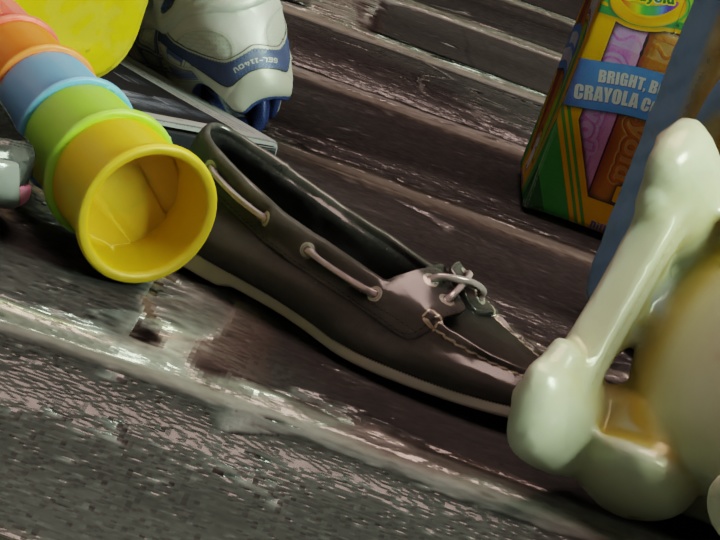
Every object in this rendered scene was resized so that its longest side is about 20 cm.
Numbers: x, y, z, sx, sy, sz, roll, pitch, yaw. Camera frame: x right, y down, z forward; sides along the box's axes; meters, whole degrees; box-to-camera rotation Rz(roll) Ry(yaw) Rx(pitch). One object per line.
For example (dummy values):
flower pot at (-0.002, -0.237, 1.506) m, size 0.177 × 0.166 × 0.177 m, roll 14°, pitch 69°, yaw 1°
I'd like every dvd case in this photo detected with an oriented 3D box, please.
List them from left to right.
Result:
dvd case at (-0.159, -0.090, 1.420) m, size 0.200 × 0.025 × 0.150 m, roll 9°, pitch 16°, yaw -42°

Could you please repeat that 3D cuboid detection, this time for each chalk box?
chalk box at (0.179, -0.118, 1.655) m, size 0.124 × 0.200 × 0.125 m, roll 20°, pitch 12°, yaw -1°

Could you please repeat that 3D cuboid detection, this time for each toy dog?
toy dog at (0.177, 0.069, 1.069) m, size 0.200 × 0.140 × 0.194 m, roll 25°, pitch -24°, yaw 28°

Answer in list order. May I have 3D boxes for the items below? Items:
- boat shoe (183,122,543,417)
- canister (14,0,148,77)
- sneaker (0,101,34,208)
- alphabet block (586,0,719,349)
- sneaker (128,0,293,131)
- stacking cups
boat shoe at (0.000, 0.000, 1.201) m, size 0.200 × 0.057 × 0.067 m, roll 26°, pitch 14°, yaw 26°
canister at (-0.208, -0.162, 1.405) m, size 0.148 × 0.087 × 0.200 m, roll 6°, pitch 19°, yaw -44°
sneaker at (-0.188, -0.091, 1.217) m, size 0.079 × 0.096 × 0.200 m, roll 12°, pitch 16°, yaw -40°
alphabet block at (0.251, -0.020, 1.362) m, size 0.200 × 0.197 × 0.195 m, roll 15°, pitch 15°, yaw -24°
sneaker at (-0.081, -0.107, 1.540) m, size 0.075 × 0.088 × 0.200 m, roll -16°, pitch -1°, yaw -10°
stacking cups at (-0.129, -0.062, 1.237) m, size 0.060 × 0.061 × 0.200 m, roll 11°, pitch 18°, yaw -35°
